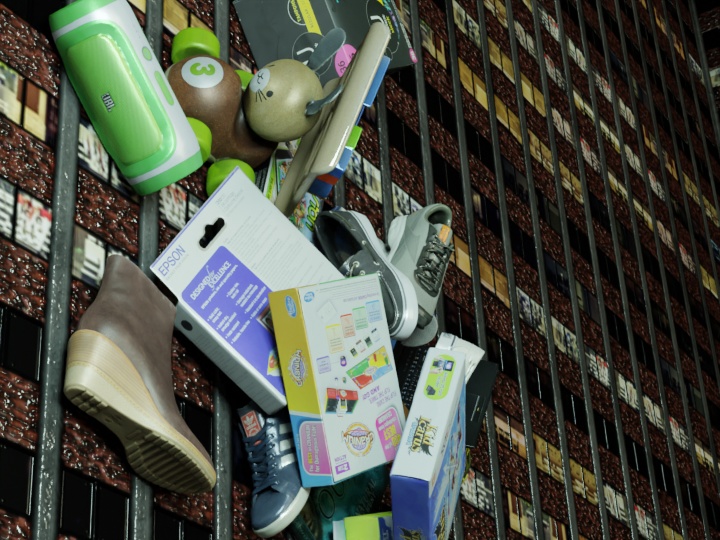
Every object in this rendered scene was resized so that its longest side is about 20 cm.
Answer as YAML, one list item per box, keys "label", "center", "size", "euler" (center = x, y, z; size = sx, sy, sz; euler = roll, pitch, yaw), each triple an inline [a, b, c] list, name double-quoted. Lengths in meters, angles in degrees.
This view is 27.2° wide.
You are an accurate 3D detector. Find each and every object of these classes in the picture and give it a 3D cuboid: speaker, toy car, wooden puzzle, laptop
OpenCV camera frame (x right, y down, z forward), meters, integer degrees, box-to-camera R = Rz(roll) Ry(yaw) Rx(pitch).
- label: "speaker"
  center: [-0.236, -0.180, 1.501]
  size: [0.201, 0.088, 0.088]
  euler: [64, 28, -12]
- label: "toy car"
  center: [-0.104, -0.193, 1.631]
  size: [0.158, 0.199, 0.165]
  euler: [42, 38, -43]
- label: "wooden puzzle"
  center: [-0.023, -0.157, 1.639]
  size: [0.046, 0.200, 0.186]
  euler: [25, 73, -11]
- label: "laptop"
  center: [0.069, 0.109, 1.856]
  size: [0.178, 0.199, 0.104]
  euler: [-64, 165, -54]

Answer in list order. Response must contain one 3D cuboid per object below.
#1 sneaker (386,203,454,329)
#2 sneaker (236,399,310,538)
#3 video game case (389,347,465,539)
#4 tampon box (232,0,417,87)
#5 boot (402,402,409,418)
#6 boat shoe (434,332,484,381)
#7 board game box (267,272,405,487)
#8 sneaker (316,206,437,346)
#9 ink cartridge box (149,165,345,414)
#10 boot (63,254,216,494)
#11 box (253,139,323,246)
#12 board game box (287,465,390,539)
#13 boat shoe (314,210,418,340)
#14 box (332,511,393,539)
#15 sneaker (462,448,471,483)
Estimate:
- label: "sneaker"
  center: [0.073, -0.012, 1.780]
  size: [0.074, 0.079, 0.201]
  euler: [42, 32, -27]
- label: "sneaker"
  center: [-0.097, 0.183, 1.543]
  size: [0.085, 0.075, 0.201]
  euler: [46, 29, -27]
- label: "video game case"
  center: [0.076, 0.218, 1.601]
  size: [0.182, 0.045, 0.201]
  euler: [-69, 162, -44]
- label: "tampon box"
  center: [-0.042, -0.303, 1.900]
  size: [0.200, 0.126, 0.151]
  euler: [-27, 96, -63]
- label: "boot"
  center: [-0.032, 0.112, 1.696]
  size: [0.201, 0.068, 0.188]
  euler: [65, 21, 1]
- label: "boat shoe"
  center: [0.091, 0.176, 1.754]
  size: [0.072, 0.065, 0.201]
  euler: [70, 39, -82]
- label: "board game box"
  center: [-0.019, 0.110, 1.548]
  size: [0.153, 0.040, 0.201]
  euler: [-9, 88, -56]
- label: "sneaker"
  center: [0.022, -0.003, 1.864]
  size: [0.199, 0.080, 0.115]
  euler: [45, 25, -15]
- label: "ink cartridge box"
  center: [-0.113, 0.018, 1.566]
  size: [0.200, 0.043, 0.198]
  euler: [47, 43, -10]
- label: "boot"
  center: [-0.191, 0.099, 1.412]
  size: [0.200, 0.072, 0.167]
  euler: [48, 36, -31]
- label: "box"
  center: [-0.090, -0.087, 1.767]
  size: [0.110, 0.035, 0.201]
  euler: [49, 33, -36]
- label: "board game box"
  center: [-0.031, 0.240, 1.665]
  size: [0.136, 0.028, 0.200]
  euler: [60, 28, -19]
- label: "boat shoe"
  center: [0.000, 0.000, 1.698]
  size: [0.066, 0.070, 0.201]
  euler: [11, 40, -36]
- label: "box"
  center: [0.030, 0.330, 1.655]
  size: [0.200, 0.047, 0.123]
  euler: [15, 69, -67]
- label: "sneaker"
  center: [0.107, 0.249, 1.866]
  size: [0.085, 0.074, 0.201]
  euler: [52, 32, -32]
